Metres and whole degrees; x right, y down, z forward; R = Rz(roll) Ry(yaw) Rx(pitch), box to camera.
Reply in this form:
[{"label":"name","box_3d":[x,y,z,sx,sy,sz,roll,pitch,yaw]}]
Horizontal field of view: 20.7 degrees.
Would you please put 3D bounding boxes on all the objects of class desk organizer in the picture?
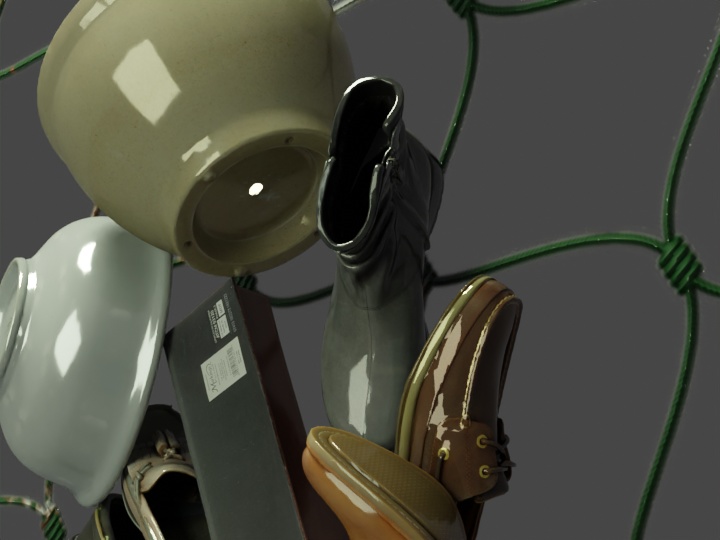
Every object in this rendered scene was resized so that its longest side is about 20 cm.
[{"label":"desk organizer","box_3d":[-0.051,0.113,1.195,0.072,0.077,0.201,-38,53,30]}]

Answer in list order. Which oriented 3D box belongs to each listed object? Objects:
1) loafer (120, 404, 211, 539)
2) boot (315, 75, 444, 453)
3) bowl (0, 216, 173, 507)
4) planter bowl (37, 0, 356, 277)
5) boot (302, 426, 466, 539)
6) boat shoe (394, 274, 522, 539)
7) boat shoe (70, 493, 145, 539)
[{"label":"loafer","box_3d":[-0.107,0.151,1.224,0.063,0.071,0.201,91,164,-45]},{"label":"boot","box_3d":[0.000,0.000,1.130,0.069,0.132,0.202,0,77,13]},{"label":"bowl","box_3d":[-0.197,0.048,1.301,0.201,0.090,0.203,-165,90,-72]},{"label":"planter bowl","box_3d":[-0.082,-0.084,1.202,0.201,0.199,0.135,-49,50,22]},{"label":"boot","box_3d":[0.008,0.195,1.057,0.155,0.200,0.077,-47,6,18]},{"label":"boat shoe","box_3d":[0.056,0.104,1.101,0.067,0.072,0.202,21,97,27]},{"label":"boat shoe","box_3d":[-0.129,0.215,1.246,0.201,0.071,0.061,41,110,47]}]
